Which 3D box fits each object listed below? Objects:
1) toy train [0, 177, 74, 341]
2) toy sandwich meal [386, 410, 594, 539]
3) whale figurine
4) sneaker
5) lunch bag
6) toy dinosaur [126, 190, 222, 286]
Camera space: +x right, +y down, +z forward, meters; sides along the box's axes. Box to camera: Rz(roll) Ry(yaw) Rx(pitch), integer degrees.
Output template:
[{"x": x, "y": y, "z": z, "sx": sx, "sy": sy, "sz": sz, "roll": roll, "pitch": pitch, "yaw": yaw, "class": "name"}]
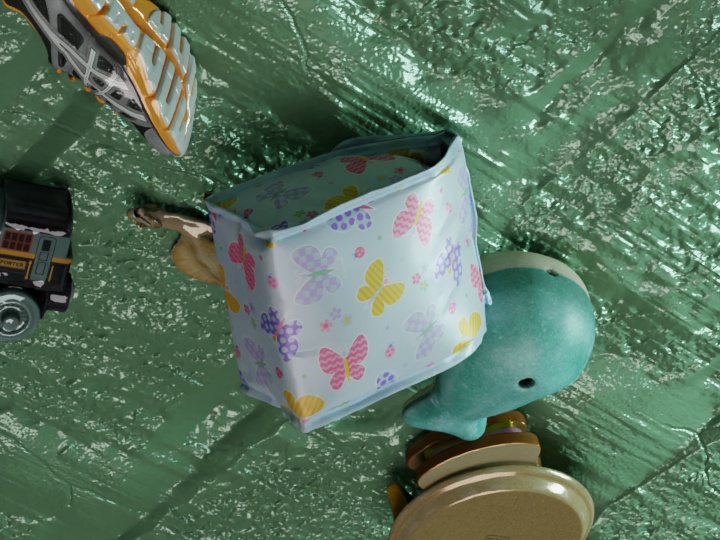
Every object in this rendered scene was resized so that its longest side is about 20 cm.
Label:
[{"x": -0.306, "y": -0.020, "z": 1.720, "sx": 0.199, "sy": 0.085, "sz": 0.115, "roll": 11, "pitch": 121, "yaw": -16, "class": "toy train"}, {"x": 0.109, "y": 0.209, "z": 2.020, "sx": 0.204, "sy": 0.071, "sz": 0.206, "roll": -7, "pitch": 140, "yaw": -6, "class": "toy sandwich meal"}, {"x": 0.109, "y": 0.078, "z": 1.856, "sx": 0.158, "sy": 0.104, "sz": 0.200, "roll": 16, "pitch": 129, "yaw": -23, "class": "whale figurine"}, {"x": -0.177, "y": -0.155, "z": 1.610, "sx": 0.077, "sy": 0.079, "sz": 0.200, "roll": -11, "pitch": 134, "yaw": 23, "class": "sneaker"}, {"x": 0.000, "y": 0.000, "z": 1.716, "sx": 0.199, "sy": 0.127, "sz": 0.171, "roll": -23, "pitch": 118, "yaw": -24, "class": "lunch bag"}, {"x": -0.096, "y": -0.006, "z": 1.791, "sx": 0.101, "sy": 0.058, "sz": 0.200, "roll": -18, "pitch": 129, "yaw": 31, "class": "toy dinosaur"}]
